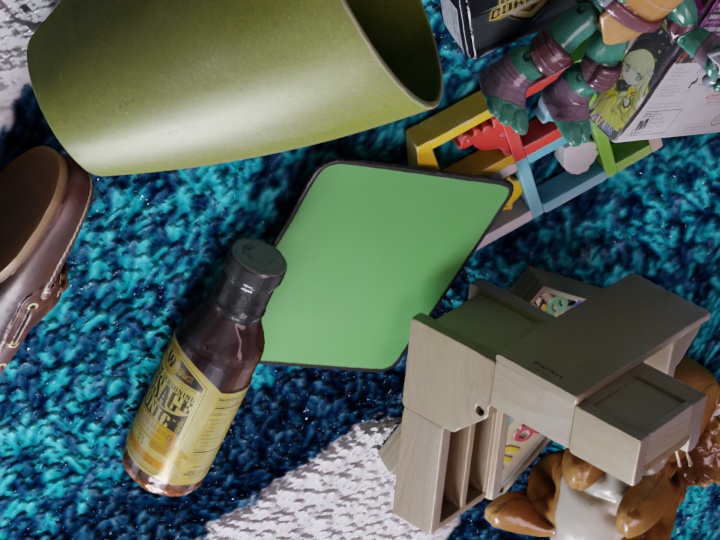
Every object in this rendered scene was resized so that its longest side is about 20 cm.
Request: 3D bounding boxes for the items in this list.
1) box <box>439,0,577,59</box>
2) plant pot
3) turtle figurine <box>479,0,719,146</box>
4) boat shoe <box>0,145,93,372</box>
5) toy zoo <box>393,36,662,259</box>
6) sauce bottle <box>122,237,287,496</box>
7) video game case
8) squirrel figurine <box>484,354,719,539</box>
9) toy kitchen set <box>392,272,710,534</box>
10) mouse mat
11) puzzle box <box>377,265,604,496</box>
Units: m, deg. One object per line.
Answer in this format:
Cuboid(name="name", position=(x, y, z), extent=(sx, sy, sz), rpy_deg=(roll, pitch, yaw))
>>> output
Cuboid(name="box", position=(0.138, -0.236, 1.512), extent=(0.200, 0.046, 0.159), rpy_deg=(-24, 141, -11))
Cuboid(name="plant pot", position=(-0.084, -0.136, 1.386), extent=(0.200, 0.187, 0.187), rpy_deg=(-25, 143, 16))
Cuboid(name="turtle figurine", position=(0.173, -0.157, 1.504), extent=(0.150, 0.101, 0.200), rpy_deg=(24, 132, -32))
Cuboid(name="boat shoe", position=(-0.219, 0.003, 1.509), extent=(0.070, 0.070, 0.200), rpy_deg=(18, 128, -36))
Cuboid(name="toy zoo", position=(0.109, -0.083, 1.672), extent=(0.200, 0.020, 0.131), rpy_deg=(-29, 141, -5))
Cuboid(name="sauce bottle", position=(-0.105, 0.065, 1.655), extent=(0.066, 0.066, 0.200), rpy_deg=(1, 128, -34))
Cuboid(name="video game case", position=(0.259, -0.168, 1.627), extent=(0.200, 0.036, 0.181), rpy_deg=(-10, 139, -52))
Cuboid(name="squirrel figurine", position=(0.225, 0.137, 1.897), extent=(0.200, 0.141, 0.187), rpy_deg=(-20, 139, -56))
Cuboid(name="toy kitchen set", position=(0.156, 0.113, 1.747), extent=(0.163, 0.200, 0.181), rpy_deg=(-28, 135, -42))
Cuboid(name="mouse mat", position=(0.000, 0.000, 1.679), extent=(0.161, 0.008, 0.200), rpy_deg=(6, 134, -32))
Cuboid(name="puzzle box", position=(0.119, 0.089, 1.854), extent=(0.133, 0.025, 0.200), rpy_deg=(15, 122, -43))
